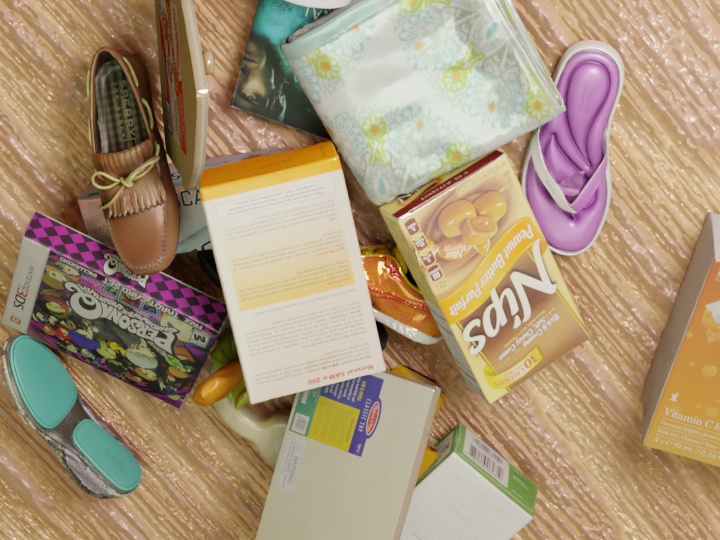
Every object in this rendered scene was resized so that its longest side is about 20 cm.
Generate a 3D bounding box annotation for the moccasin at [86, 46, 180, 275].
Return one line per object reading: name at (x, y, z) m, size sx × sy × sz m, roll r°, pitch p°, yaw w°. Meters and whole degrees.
moccasin at (-0.202, -0.096, 1.482) m, size 0.073 × 0.078 × 0.204 m, roll -6°, pitch 82°, yaw 11°

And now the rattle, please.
rattle at (-0.074, 0.157, 1.608) m, size 0.129 × 0.143 × 0.202 m, roll -19°, pitch 107°, yaw -2°

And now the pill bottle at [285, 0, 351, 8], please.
pill bottle at (-0.026, -0.321, 1.369) m, size 0.111 × 0.112 × 0.202 m, roll 15°, pitch 117°, yaw 2°

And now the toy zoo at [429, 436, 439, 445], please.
toy zoo at (0.050, 0.261, 1.702) m, size 0.131 × 0.021 × 0.201 m, roll 33°, pitch 117°, yaw -7°

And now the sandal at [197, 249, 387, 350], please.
sandal at (-0.070, 0.035, 1.582) m, size 0.199 × 0.075 × 0.045 m, roll 30°, pitch 129°, yaw -9°

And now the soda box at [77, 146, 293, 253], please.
soda box at (-0.153, -0.059, 1.550) m, size 0.198 × 0.064 × 0.069 m, roll -7°, pitch 115°, yaw 14°

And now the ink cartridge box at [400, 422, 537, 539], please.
ink cartridge box at (0.068, 0.252, 1.648) m, size 0.104 × 0.059 × 0.200 m, roll 39°, pitch 116°, yaw -10°

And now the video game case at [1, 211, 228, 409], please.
video game case at (-0.233, 0.041, 1.585) m, size 0.199 × 0.036 × 0.182 m, roll 27°, pitch 148°, yaw -5°

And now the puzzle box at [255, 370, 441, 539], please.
puzzle box at (-0.012, 0.185, 1.560) m, size 0.132 × 0.025 × 0.202 m, roll 18°, pitch 93°, yaw 22°

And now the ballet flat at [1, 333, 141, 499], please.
ballet flat at (-0.301, 0.152, 1.684) m, size 0.072 × 0.072 × 0.201 m, roll -30°, pitch 107°, yaw 22°

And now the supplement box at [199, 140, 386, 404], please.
supplement box at (-0.060, 0.001, 1.479) m, size 0.125 × 0.074 × 0.202 m, roll -13°, pitch 107°, yaw -3°

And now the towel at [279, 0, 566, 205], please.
towel at (0.054, -0.166, 1.438) m, size 0.199 × 0.048 × 0.172 m, roll -25°, pitch 108°, yaw 18°

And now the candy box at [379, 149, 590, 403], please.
candy box at (0.113, 0.003, 1.514) m, size 0.115 × 0.055 × 0.201 m, roll -31°, pitch 112°, yaw -9°

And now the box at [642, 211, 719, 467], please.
box at (0.340, 0.069, 1.513) m, size 0.123 × 0.098 × 0.202 m, roll 16°, pitch 118°, yaw 1°

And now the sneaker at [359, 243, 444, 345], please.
sneaker at (0.000, 0.000, 1.559) m, size 0.198 × 0.073 × 0.078 m, roll 19°, pitch 109°, yaw -10°

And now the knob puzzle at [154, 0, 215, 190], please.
knob puzzle at (-0.141, -0.165, 1.417) m, size 0.030 × 0.220 × 0.222 m, roll -6°, pitch 118°, yaw -14°

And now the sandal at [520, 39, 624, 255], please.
sandal at (0.183, -0.101, 1.480) m, size 0.082 × 0.050 × 0.205 m, roll 6°, pitch 118°, yaw 6°

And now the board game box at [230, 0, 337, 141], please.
board game box at (-0.004, -0.176, 1.486) m, size 0.198 × 0.028 × 0.136 m, roll 18°, pitch 117°, yaw 0°

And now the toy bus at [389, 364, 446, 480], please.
toy bus at (0.005, 0.188, 1.610) m, size 0.200 × 0.078 × 0.065 m, roll -49°, pitch 135°, yaw 12°
